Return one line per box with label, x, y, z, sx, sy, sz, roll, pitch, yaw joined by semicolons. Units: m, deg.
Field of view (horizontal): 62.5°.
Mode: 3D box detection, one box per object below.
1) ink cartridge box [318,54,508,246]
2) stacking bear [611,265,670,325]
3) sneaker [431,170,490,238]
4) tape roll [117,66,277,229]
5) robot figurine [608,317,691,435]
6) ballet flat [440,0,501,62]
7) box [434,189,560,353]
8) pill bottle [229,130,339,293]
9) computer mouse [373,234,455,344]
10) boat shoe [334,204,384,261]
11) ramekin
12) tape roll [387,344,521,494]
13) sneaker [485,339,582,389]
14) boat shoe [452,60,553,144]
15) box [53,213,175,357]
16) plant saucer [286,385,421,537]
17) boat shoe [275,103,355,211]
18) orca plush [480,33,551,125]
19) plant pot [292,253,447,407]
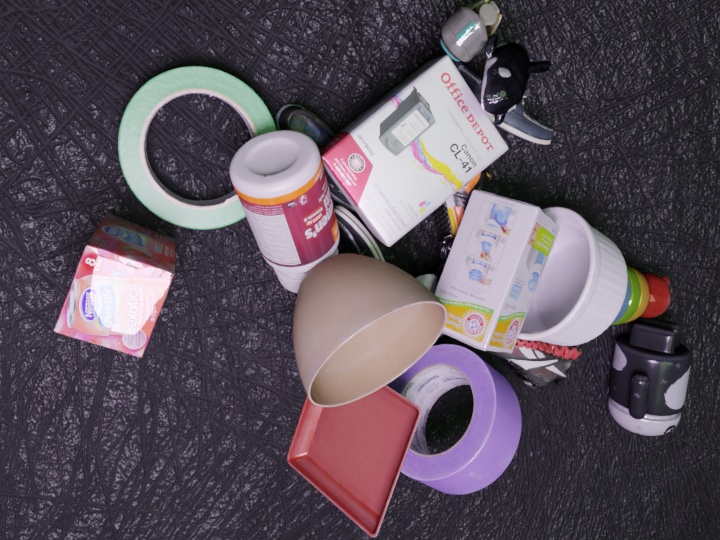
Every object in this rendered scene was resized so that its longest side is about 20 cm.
ink cartridge box;0.062;-0.151;0.759;0.199;0.086;0.148;-39;106;1
stacking bear;0.425;0.037;0.984;0.198;0.114;0.123;4;103;-23
sneaker;0.146;-0.149;0.870;0.089;0.070;0.202;-16;113;-18
tape roll;-0.205;-0.156;0.766;0.198;0.048;0.203;-4;105;-16
robot figurine;0.504;0.187;1.035;0.149;0.125;0.202;-2;104;-14
ballet flat;0.152;-0.313;0.757;0.067;0.200;0.064;45;123;-8
box;0.187;0.005;0.840;0.112;0.101;0.202;17;94;-55
pill bottle;-0.086;-0.067;0.756;0.109;0.110;0.201;-25;140;-9
computer mouse;0.096;0.046;0.869;0.200;0.044;0.110;-51;148;-10
boat shoe;0.000;0.000;0.858;0.062;0.075;0.201;-31;116;-14
ramekin;0.296;0.016;0.891;0.097;0.200;0.202;20;98;-28
tape roll;0.129;0.218;0.879;0.201;0.200;0.085;-51;129;1
sneaker;0.272;0.145;0.980;0.199;0.071;0.099;12;98;-21
boat shoe;0.201;-0.243;0.857;0.198;0.075;0.062;22;109;-12
box;-0.281;0.009;0.703;0.094;0.200;0.103;22;98;-21
plant saucer;-0.008;0.243;0.873;0.037;0.199;0.202;8;104;-49
boat shoe;-0.037;-0.146;0.815;0.200;0.057;0.069;41;90;-22
orca plush;0.201;-0.238;0.738;0.070;0.200;0.106;2;106;21
plant pot;-0.008;0.058;0.757;0.199;0.135;0.201;-26;149;-17
